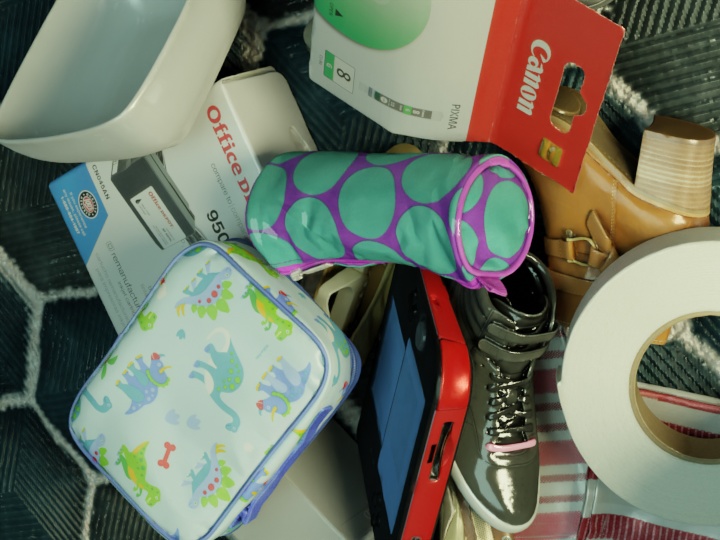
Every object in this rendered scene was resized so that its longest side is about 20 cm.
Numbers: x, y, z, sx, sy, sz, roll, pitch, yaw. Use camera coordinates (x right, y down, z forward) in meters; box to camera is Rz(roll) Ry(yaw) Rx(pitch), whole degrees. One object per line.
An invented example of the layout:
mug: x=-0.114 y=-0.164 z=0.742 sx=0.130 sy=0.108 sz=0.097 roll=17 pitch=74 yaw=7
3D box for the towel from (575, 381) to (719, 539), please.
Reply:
towel: x=0.225 y=0.184 z=1.101 sx=0.142 sy=0.023 sz=0.202 roll=11 pitch=109 yaw=11

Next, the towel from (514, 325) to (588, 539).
towel: x=0.105 y=0.109 z=1.170 sx=0.145 sy=0.030 sz=0.202 roll=-9 pitch=96 yaw=32

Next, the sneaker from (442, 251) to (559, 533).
sneaker: x=0.098 y=0.075 z=1.069 sx=0.099 sy=0.070 sz=0.202 roll=142 pitch=122 yaw=-65

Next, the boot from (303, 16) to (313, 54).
boot: x=0.000 y=-0.223 z=1.071 sx=0.131 sy=0.068 sz=0.199 roll=56 pitch=151 yaw=-16

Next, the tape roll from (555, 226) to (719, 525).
tape roll: x=0.231 y=0.072 z=1.034 sx=0.200 sy=0.037 sz=0.205 roll=3 pitch=109 yaw=9

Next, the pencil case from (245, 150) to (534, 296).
pencil case: x=0.018 y=-0.035 z=1.066 sx=0.199 sy=0.085 sz=0.094 roll=3 pitch=84 yaw=41

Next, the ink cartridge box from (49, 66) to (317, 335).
ink cartridge box: x=-0.128 y=-0.051 z=1.229 sx=0.199 sy=0.084 sz=0.146 roll=-26 pitch=90 yaw=32

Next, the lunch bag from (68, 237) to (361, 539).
lunch bag: x=-0.106 y=0.092 z=1.142 sx=0.161 sy=0.082 sz=0.201 roll=41 pitch=105 yaw=15

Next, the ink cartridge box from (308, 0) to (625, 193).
ink cartridge box: x=0.058 y=-0.137 z=0.992 sx=0.199 sy=0.050 sz=0.162 roll=36 pitch=150 yaw=18

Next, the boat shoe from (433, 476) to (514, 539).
boat shoe: x=0.086 y=0.153 z=1.139 sx=0.073 sy=0.076 sz=0.203 roll=-4 pitch=88 yaw=-2

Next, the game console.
game console: x=0.031 y=0.096 z=1.116 sx=0.031 sy=0.178 sz=0.202 roll=3 pitch=124 yaw=-16

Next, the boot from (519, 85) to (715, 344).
boot: x=0.142 y=-0.041 z=1.081 sx=0.198 sy=0.073 sz=0.156 roll=20 pitch=115 yaw=27

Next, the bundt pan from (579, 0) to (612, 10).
bundt pan: x=0.122 y=-0.268 z=1.030 sx=0.200 sy=0.076 sz=0.204 roll=9 pitch=108 yaw=28

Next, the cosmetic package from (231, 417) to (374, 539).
cosmetic package: x=-0.069 y=0.154 z=1.236 sx=0.200 sy=0.107 sz=0.091 roll=42 pitch=119 yaw=13

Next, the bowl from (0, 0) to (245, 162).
bowl: x=-0.169 y=-0.163 z=1.174 sx=0.199 sy=0.074 sz=0.201 roll=-2 pitch=59 yaw=48

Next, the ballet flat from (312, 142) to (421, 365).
ballet flat: x=0.000 y=0.000 z=1.177 sx=0.068 sy=0.063 sz=0.202 roll=33 pitch=118 yaw=31
